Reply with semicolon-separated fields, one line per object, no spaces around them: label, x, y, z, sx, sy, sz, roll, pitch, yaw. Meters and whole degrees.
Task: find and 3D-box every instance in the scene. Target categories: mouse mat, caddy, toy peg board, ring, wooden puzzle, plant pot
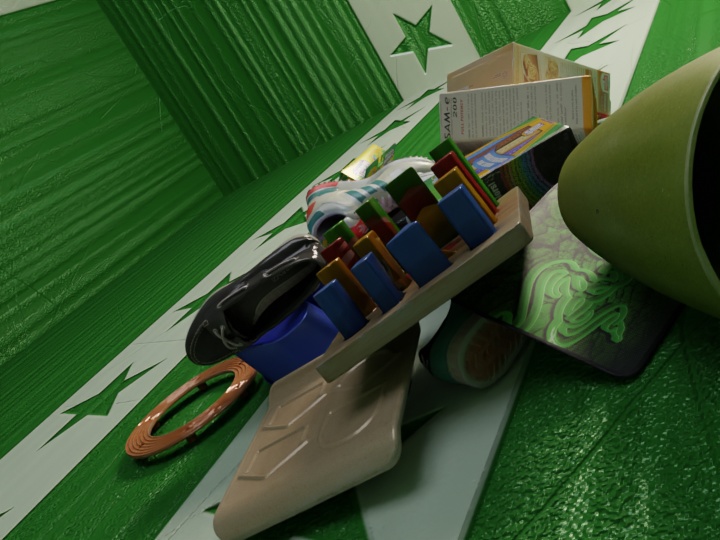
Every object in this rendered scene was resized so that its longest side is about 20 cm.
mouse mat;0.190;-0.006;0.608;0.161;0.008;0.200;25;52;33
caddy;-0.066;0.062;0.879;0.200;0.105;0.141;-16;46;46
toy peg board;0.038;-0.026;0.652;0.200;0.098;0.199;-37;4;18
ring;-0.213;0.177;0.961;0.200;0.019;0.200;-29;14;8
wooden puzzle;-0.025;0.137;0.652;0.185;0.046;0.200;-32;19;21
plant pot;0.231;-0.057;0.515;0.187;0.187;0.200;-35;13;-13

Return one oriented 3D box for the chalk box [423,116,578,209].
chalk box;0.145;-0.061;0.806;0.200;0.125;0.124;-29;15;6

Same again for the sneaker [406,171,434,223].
sneaker;0.147;-0.109;0.914;0.200;0.078;0.099;-7;45;-6

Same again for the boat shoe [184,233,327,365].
boat shoe;-0.116;0.039;0.798;0.200;0.067;0.057;-42;26;9

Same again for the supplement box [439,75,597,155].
supplement box;0.220;-0.208;1.023;0.200;0.074;0.126;-2;-1;20

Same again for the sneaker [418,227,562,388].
sneaker;0.128;0.024;0.669;0.200;0.071;0.080;-40;21;-26

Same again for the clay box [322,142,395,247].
clay box;-0.006;-0.123;1.245;0.115;0.048;0.200;-48;-17;-47

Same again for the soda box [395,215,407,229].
soda box;0.140;-0.088;1.002;0.200;0.071;0.063;-39;16;-27

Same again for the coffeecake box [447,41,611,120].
coffeecake box;0.258;-0.271;1.145;0.200;0.073;0.153;5;-7;-30

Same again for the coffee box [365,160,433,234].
coffee box;0.073;-0.081;1.097;0.200;0.080;0.114;-35;16;-12

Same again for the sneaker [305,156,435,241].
sneaker;0.018;-0.084;0.994;0.200;0.070;0.093;-13;48;17
